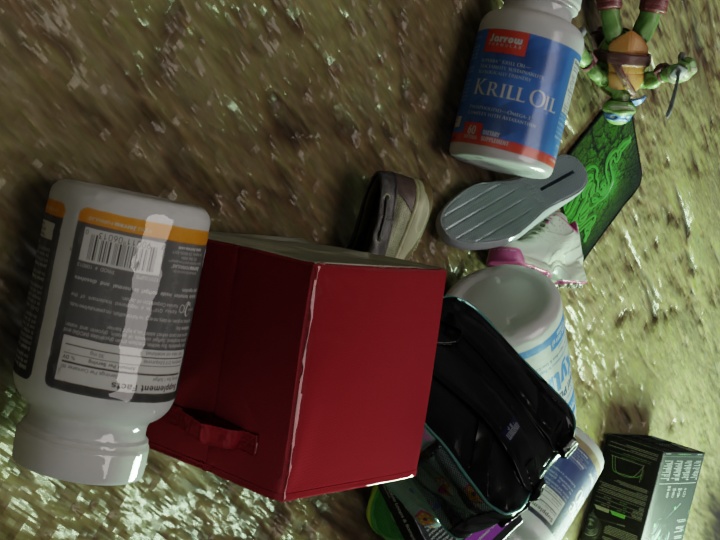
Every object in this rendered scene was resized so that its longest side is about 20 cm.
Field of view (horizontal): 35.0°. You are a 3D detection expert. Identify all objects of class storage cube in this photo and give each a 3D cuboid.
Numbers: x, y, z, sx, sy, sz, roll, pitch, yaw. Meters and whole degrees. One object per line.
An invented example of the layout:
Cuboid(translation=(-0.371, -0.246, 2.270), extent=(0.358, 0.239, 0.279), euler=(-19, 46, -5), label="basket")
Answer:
Cuboid(translation=(-0.054, 0.069, 0.937), extent=(0.200, 0.171, 0.180), euler=(1, 99, -51), label="storage cube")

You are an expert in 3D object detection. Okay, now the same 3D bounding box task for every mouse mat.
Cuboid(translation=(0.312, -0.122, 1.475), extent=(0.200, 0.008, 0.161), euler=(-48, 134, -30), label="mouse mat")

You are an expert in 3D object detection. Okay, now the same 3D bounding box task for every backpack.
Cuboid(translation=(0.085, 0.135, 1.097), extent=(0.200, 0.153, 0.176), euler=(54, 48, -5), label="backpack")

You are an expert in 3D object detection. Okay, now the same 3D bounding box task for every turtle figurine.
Cuboid(translation=(0.314, -0.268, 1.321), extent=(0.200, 0.144, 0.195), euler=(-5, 101, -55), label="turtle figurine")

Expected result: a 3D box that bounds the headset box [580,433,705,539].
Cuboid(translation=(0.415, 0.351, 1.686), extent=(0.174, 0.093, 0.201), euler=(12, 92, -53), label="headset box")

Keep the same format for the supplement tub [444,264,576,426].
Cuboid(translation=(0.165, 0.106, 1.252), extent=(0.132, 0.132, 0.200), euler=(-46, 137, -33), label="supplement tub")

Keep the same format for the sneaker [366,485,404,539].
Cuboid(translation=(0.068, 0.294, 1.227), extent=(0.074, 0.083, 0.200), euler=(-39, 120, -36), label="sneaker")

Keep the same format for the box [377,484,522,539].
Cuboid(translation=(0.081, 0.213, 1.196), extent=(0.143, 0.036, 0.200), euler=(-29, 96, -44), label="box")

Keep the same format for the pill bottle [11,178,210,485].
Cuboid(translation=(-0.181, 0.042, 0.812), extent=(0.116, 0.116, 0.201), euler=(8, 95, -52), label="pill bottle")

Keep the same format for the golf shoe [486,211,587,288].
Cuboid(translation=(0.203, -0.028, 1.325), extent=(0.200, 0.075, 0.092), euler=(11, 81, -58), label="golf shoe")

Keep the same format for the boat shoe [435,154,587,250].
Cuboid(translation=(0.162, -0.063, 1.249), extent=(0.200, 0.067, 0.074), euler=(-20, 75, -25), label="boat shoe")

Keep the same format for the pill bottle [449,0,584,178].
Cuboid(translation=(0.167, -0.204, 1.178), extent=(0.112, 0.112, 0.201), euler=(13, 90, -53), label="pill bottle")

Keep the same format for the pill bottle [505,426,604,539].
Cuboid(translation=(0.203, 0.282, 1.379), extent=(0.200, 0.111, 0.111), euler=(-50, 136, -30), label="pill bottle")

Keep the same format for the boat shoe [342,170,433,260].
Cuboid(translation=(0.001, 0.000, 1.075), extent=(0.066, 0.072, 0.201), euler=(21, 98, -24), label="boat shoe")
